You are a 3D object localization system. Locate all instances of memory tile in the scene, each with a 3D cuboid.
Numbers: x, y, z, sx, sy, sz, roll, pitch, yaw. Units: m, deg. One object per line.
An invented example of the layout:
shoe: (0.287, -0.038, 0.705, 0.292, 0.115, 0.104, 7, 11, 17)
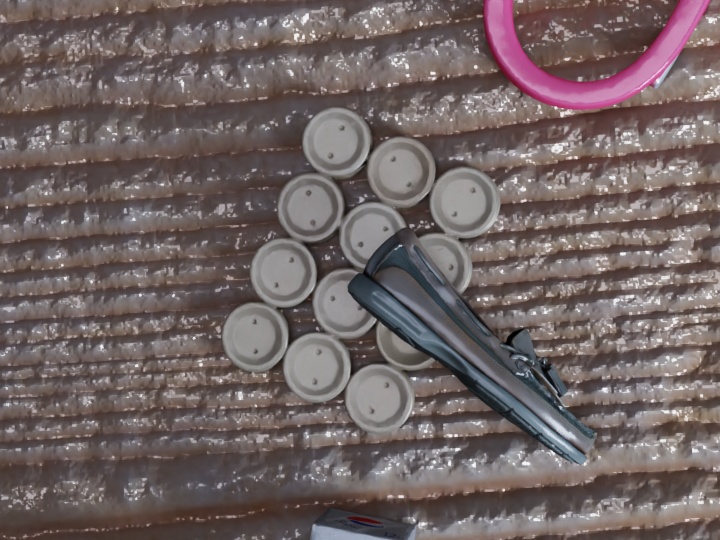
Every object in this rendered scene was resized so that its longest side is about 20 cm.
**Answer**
memory tile: (0.000, 0.000, 0.882, 0.152, 0.017, 0.201, 24, 92, 7)

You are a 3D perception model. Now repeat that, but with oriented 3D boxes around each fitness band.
fitness band: (0.168, -0.205, 0.851, 0.143, 0.037, 0.201, 29, 92, 7)

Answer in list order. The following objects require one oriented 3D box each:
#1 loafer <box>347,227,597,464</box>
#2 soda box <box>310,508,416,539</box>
loafer: (0.086, 0.050, 0.836, 0.199, 0.072, 0.063, 37, 85, -4)
soda box: (-0.011, 0.272, 0.858, 0.068, 0.063, 0.202, 9, 90, 9)
